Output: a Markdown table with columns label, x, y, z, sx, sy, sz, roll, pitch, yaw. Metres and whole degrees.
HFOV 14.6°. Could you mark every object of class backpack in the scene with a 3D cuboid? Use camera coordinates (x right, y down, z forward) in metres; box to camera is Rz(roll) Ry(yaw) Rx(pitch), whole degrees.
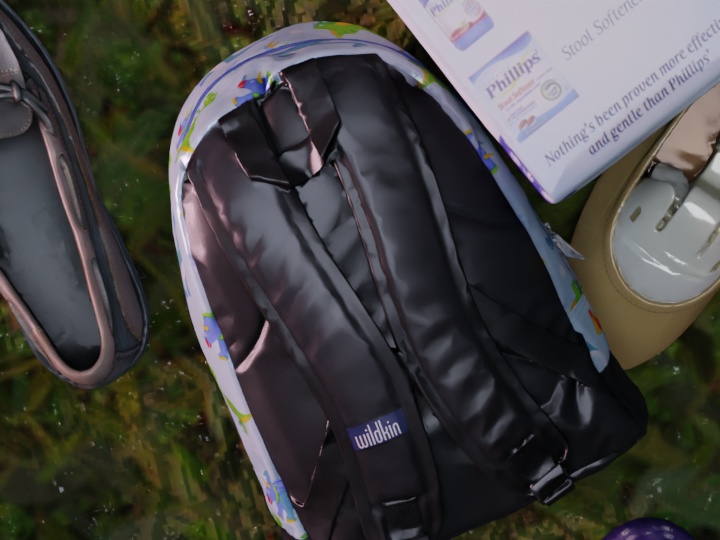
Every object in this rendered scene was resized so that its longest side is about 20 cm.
| label | x | y | z | sx | sy | sz | roll | pitch | yaw |
| --- | --- | --- | --- | --- | --- | --- | --- | --- | --- |
| backpack | 0.000 | 0.000 | 1.125 | 0.163 | 0.154 | 0.200 | -28 | 117 | 6 |

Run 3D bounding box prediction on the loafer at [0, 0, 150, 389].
| label | x | y | z | sx | sy | sz | roll | pitch | yaw |
| --- | --- | --- | --- | --- | --- | --- | --- | --- | --- |
| loafer | -0.145 | -0.043 | 1.149 | 0.072 | 0.063 | 0.200 | -29 | 95 | 3 |

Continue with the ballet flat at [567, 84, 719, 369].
| label | x | y | z | sx | sy | sz | roll | pitch | yaw |
| --- | --- | --- | --- | --- | --- | --- | --- | --- | --- |
| ballet flat | 0.144 | -0.046 | 1.148 | 0.069 | 0.063 | 0.200 | 30 | 96 | -4 |

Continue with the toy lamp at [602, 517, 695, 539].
| label | x | y | z | sx | sy | sz | roll | pitch | yaw |
| --- | --- | --- | --- | --- | --- | --- | --- | --- | --- |
| toy lamp | 0.119 | 0.140 | 1.100 | 0.058 | 0.200 | 0.058 | 0 | 96 | 0 |

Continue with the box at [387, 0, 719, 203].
| label | x | y | z | sx | sy | sz | roll | pitch | yaw |
| --- | --- | --- | --- | --- | --- | --- | --- | --- | --- |
| box | 0.050 | -0.140 | 1.078 | 0.105 | 0.184 | 0.200 | -38 | 94 | 6 |
